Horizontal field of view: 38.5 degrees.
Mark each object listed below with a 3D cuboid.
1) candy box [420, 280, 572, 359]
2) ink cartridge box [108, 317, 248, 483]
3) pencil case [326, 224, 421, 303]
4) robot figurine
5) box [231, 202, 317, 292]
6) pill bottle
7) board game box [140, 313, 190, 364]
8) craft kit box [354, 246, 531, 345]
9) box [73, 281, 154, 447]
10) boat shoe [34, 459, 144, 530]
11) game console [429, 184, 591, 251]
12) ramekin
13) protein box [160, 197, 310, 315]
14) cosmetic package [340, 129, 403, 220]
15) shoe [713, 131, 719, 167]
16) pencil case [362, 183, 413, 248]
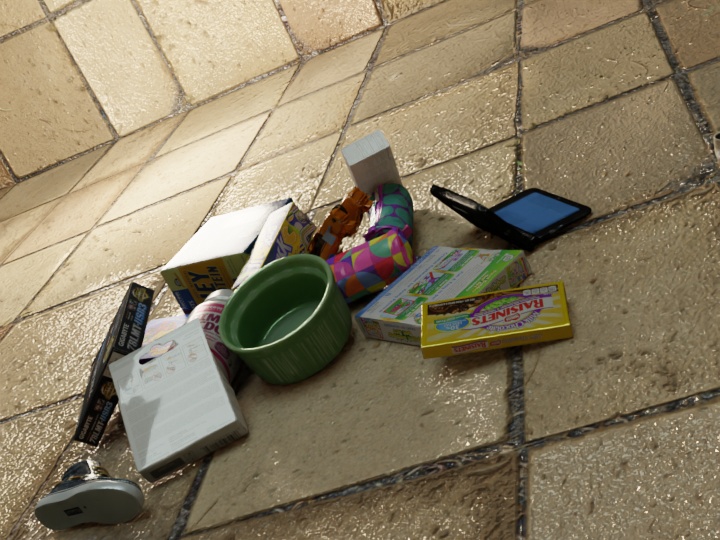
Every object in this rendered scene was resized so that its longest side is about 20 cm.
[{"bbox_3d":[0.180,0.066,1.383,0.198,0.027,0.103,-10,35,10],"label":"candy box"},{"bbox_3d":[-0.272,0.190,1.524,0.162,0.057,0.201,-28,49,0],"label":"ink cartridge box"},{"bbox_3d":[0.000,0.000,1.690,0.199,0.089,0.089,-24,22,17],"label":"pencil case"},{"bbox_3d":[-0.049,-0.043,1.777,0.145,0.058,0.201,-49,-10,-47],"label":"robot figurine"},{"bbox_3d":[-0.145,-0.022,1.757,0.064,0.070,0.201,-25,29,37],"label":"box"},{"bbox_3d":[-0.241,0.121,1.667,0.113,0.114,0.200,-18,24,20],"label":"pill bottle"},{"bbox_3d":[-0.333,0.133,1.830,0.199,0.045,0.135,-9,28,36],"label":"board game box"},{"bbox_3d":[0.123,0.036,1.548,0.200,0.049,0.197,-40,23,-29],"label":"craft kit box"},{"bbox_3d":[-0.405,0.151,1.695,0.199,0.049,0.201,-58,19,26],"label":"box"},{"bbox_3d":[-0.373,0.307,1.464,0.199,0.071,0.091,-15,29,31],"label":"boat shoe"},{"bbox_3d":[0.237,-0.114,1.659,0.117,0.175,0.200,-57,25,1],"label":"game console"},{"bbox_3d":[-0.110,0.079,1.590,0.199,0.098,0.201,-21,37,17],"label":"ramekin"},{"bbox_3d":[-0.218,-0.013,1.901,0.199,0.136,0.199,-11,27,32],"label":"protein box"},{"bbox_3d":[0.030,-0.167,1.890,0.082,0.200,0.051,-25,56,-2],"label":"cosmetic package"},{"bbox_3d":[0.598,-0.179,1.475,0.199,0.054,0.070,1,35,48],"label":"shoe"},{"bbox_3d":[0.049,-0.079,1.804,0.085,0.092,0.200,-38,19,20],"label":"pencil case"}]
